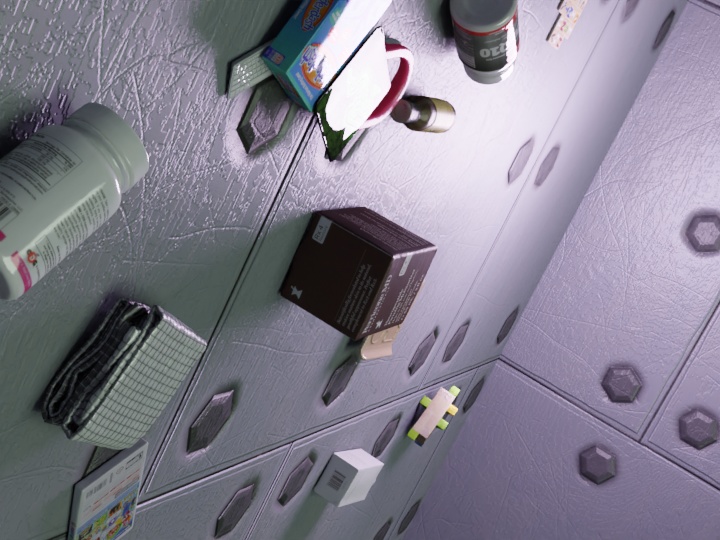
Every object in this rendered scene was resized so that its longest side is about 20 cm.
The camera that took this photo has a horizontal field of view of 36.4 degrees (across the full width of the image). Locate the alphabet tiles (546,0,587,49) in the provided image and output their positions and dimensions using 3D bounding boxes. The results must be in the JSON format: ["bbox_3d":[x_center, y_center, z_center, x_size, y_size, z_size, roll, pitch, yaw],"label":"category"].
[{"bbox_3d":[0.473,-0.591,2.438,0.200,0.008,0.167,-64,161,11],"label":"alphabet tiles"}]

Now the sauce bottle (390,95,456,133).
[{"bbox_3d":[0.107,-0.274,1.915,0.200,0.065,0.065,-8,126,-64],"label":"sauce bottle"}]

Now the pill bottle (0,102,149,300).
[{"bbox_3d":[-0.313,-0.073,1.094,0.200,0.113,0.113,-47,157,-30],"label":"pill bottle"}]

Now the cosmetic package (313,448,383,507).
[{"bbox_3d":[-0.027,0.509,2.700,0.113,0.081,0.200,-60,162,3],"label":"cosmetic package"}]

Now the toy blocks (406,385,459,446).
[{"bbox_3d":[0.201,0.426,3.143,0.200,0.100,0.137,-52,170,-22],"label":"toy blocks"}]

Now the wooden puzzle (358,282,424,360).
[{"bbox_3d":[0.059,0.091,2.361,0.200,0.046,0.185,-67,160,8],"label":"wooden puzzle"}]

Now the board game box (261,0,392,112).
[{"bbox_3d":[-0.040,-0.326,1.468,0.200,0.045,0.152,-54,166,-3],"label":"board game box"}]

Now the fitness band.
[{"bbox_3d":[0.018,-0.289,1.714,0.200,0.037,0.144,-25,142,-56],"label":"fitness band"}]

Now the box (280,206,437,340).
[{"bbox_3d":[0.000,0.000,1.894,0.200,0.164,0.166,-14,132,-63],"label":"box"}]

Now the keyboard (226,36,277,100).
[{"bbox_3d":[-0.109,-0.285,1.445,0.200,0.011,0.056,-41,153,-42],"label":"keyboard"}]

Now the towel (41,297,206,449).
[{"bbox_3d":[-0.313,0.134,1.447,0.200,0.086,0.166,-56,159,-5],"label":"towel"}]

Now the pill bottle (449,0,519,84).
[{"bbox_3d":[0.220,-0.415,1.908,0.114,0.114,0.200,-55,160,-12],"label":"pill bottle"}]

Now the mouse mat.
[{"bbox_3d":[-0.009,-0.257,1.621,0.161,0.008,0.200,-53,166,-11],"label":"mouse mat"}]

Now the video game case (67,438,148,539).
[{"bbox_3d":[-0.392,0.365,1.682,0.143,0.018,0.200,-36,150,-50],"label":"video game case"}]
